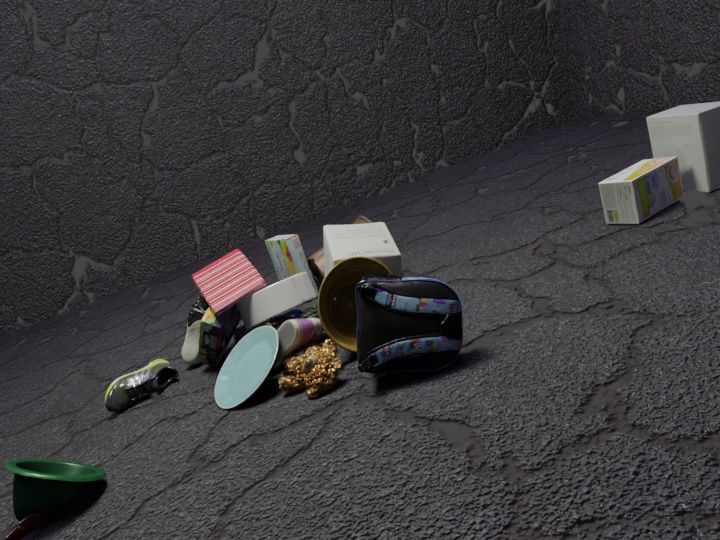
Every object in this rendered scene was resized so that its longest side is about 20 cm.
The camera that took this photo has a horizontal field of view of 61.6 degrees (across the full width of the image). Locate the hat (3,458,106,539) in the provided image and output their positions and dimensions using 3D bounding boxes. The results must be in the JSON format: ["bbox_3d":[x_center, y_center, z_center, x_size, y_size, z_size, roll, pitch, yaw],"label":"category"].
[{"bbox_3d":[-0.571,0.440,1.069,0.197,0.181,0.164,18,-15,-38],"label":"hat"}]

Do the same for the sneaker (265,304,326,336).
[{"bbox_3d":[-0.138,0.139,1.480,0.195,0.080,0.086,-8,-26,-11],"label":"sneaker"}]

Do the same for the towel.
[{"bbox_3d":[-0.329,0.024,1.500,0.143,0.023,0.200,-32,39,-14],"label":"towel"}]

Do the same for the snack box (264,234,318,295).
[{"bbox_3d":[-0.211,-0.007,1.860,0.052,0.204,0.141,-27,16,-31],"label":"snack box"}]

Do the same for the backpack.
[{"bbox_3d":[0.092,0.098,1.137,0.194,0.188,0.134,-2,-1,8],"label":"backpack"}]

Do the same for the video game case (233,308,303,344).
[{"bbox_3d":[-0.237,0.157,1.610,0.178,0.046,0.199,-24,15,-21],"label":"video game case"}]

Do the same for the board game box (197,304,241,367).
[{"bbox_3d":[-0.349,0.118,1.553,0.055,0.167,0.202,19,45,-1],"label":"board game box"}]

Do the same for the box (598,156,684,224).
[{"bbox_3d":[0.719,-0.206,1.544,0.197,0.115,0.101,-25,16,-26],"label":"box"}]

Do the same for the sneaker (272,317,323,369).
[{"bbox_3d":[-0.157,0.170,1.382,0.113,0.074,0.199,-8,-21,-46],"label":"sneaker"}]

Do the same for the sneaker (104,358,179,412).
[{"bbox_3d":[-0.540,0.283,1.500,0.080,0.076,0.199,-2,24,41],"label":"sneaker"}]

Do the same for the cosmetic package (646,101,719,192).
[{"bbox_3d":[0.883,-0.329,1.597,0.120,0.204,0.199,-20,15,-7],"label":"cosmetic package"}]

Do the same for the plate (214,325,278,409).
[{"bbox_3d":[-0.242,0.213,1.318,0.198,0.026,0.203,-33,34,26],"label":"plate"}]

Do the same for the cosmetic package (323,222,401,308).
[{"bbox_3d":[0.000,0.000,1.475,0.163,0.170,0.201,-4,27,-9],"label":"cosmetic package"}]

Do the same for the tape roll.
[{"bbox_3d":[-0.209,0.076,1.524,0.199,0.072,0.202,-25,-3,-1],"label":"tape roll"}]

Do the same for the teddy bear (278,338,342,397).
[{"bbox_3d":[-0.106,0.194,1.255,0.142,0.068,0.200,-21,13,2],"label":"teddy bear"}]

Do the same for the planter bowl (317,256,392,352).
[{"bbox_3d":[-0.011,0.076,1.328,0.197,0.205,0.083,-24,3,-21],"label":"planter bowl"}]

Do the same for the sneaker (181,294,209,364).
[{"bbox_3d":[-0.422,0.151,1.606,0.070,0.205,0.072,21,8,14],"label":"sneaker"}]

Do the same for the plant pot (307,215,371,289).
[{"bbox_3d":[-0.035,-0.019,1.719,0.196,0.204,0.200,-30,17,-16],"label":"plant pot"}]
